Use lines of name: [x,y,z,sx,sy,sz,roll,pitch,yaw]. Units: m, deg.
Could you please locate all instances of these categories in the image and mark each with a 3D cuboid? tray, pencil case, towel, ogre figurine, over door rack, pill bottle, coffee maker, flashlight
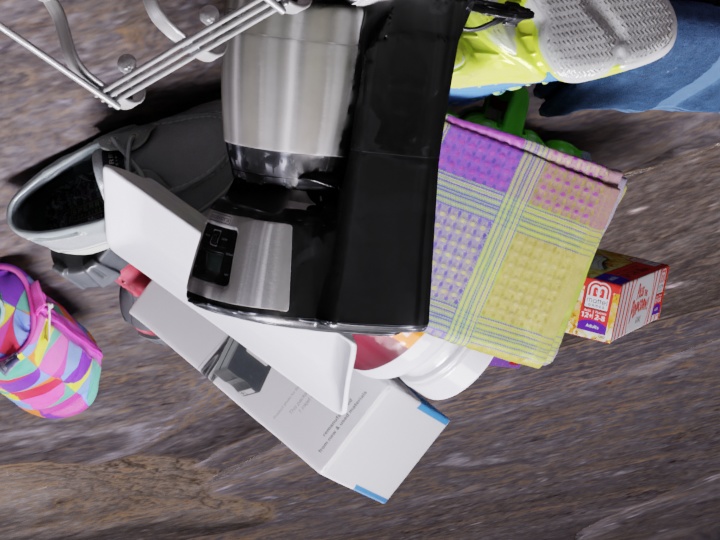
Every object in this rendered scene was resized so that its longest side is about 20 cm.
tray: [-0.080,0.008,1.584,0.022,0.200,0.107,-48,165,-25]
pencil case: [-0.253,0.055,1.890,0.088,0.089,0.200,-16,165,3]
towel: [0.216,-0.144,1.710,0.200,0.049,0.112,0,157,-39]
ogre figurine: [0.073,-0.078,1.687,0.200,0.098,0.120,34,166,-18]
over door rack: [-0.144,-0.167,1.331,0.148,0.067,0.200,-26,146,34]
pill bottle: [0.000,0.000,1.668,0.200,0.113,0.113,36,135,-28]
coffee maker: [0.001,-0.065,1.454,0.191,0.201,0.135,5,-173,-7]
towel: [0.071,-0.023,1.615,0.200,0.144,0.023,17,-169,-29]
flashlight: [-0.171,0.004,1.824,0.068,0.068,0.200,-15,164,13]

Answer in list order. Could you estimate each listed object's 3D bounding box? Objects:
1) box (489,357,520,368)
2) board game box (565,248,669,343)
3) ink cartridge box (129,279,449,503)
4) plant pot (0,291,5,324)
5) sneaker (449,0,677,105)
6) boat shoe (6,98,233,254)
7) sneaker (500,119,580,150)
box: [0.031,0.019,1.929,0.200,0.137,0.039,9,114,-53]
board game box: [0.114,0.002,1.859,0.199,0.046,0.151,13,-170,18]
ink cartridge box: [-0.051,0.069,1.811,0.084,0.200,0.145,-52,156,1]
plant pot: [-0.326,-0.018,1.507,0.199,0.135,0.200,-14,163,-4]
sneaker: [0.095,-0.147,1.576,0.199,0.076,0.105,-1,172,-3]
boat shoe: [-0.149,-0.058,1.637,0.200,0.070,0.071,-23,165,32]
sneaker: [0.098,-0.070,1.806,0.199,0.077,0.085,-5,154,-33]
